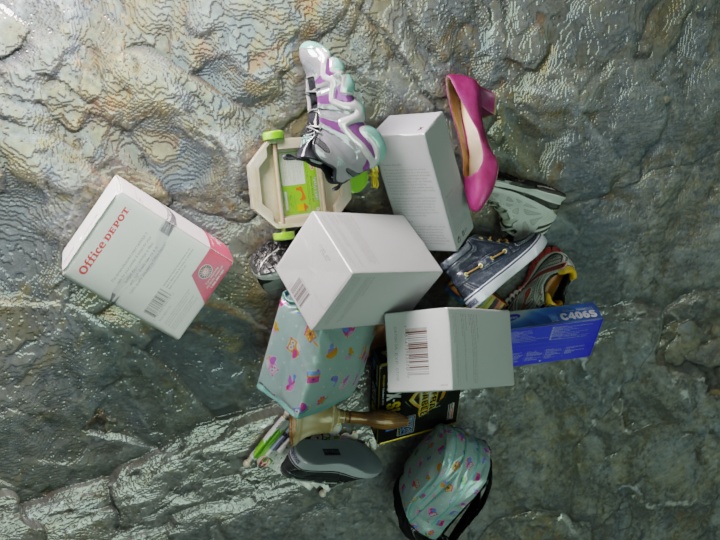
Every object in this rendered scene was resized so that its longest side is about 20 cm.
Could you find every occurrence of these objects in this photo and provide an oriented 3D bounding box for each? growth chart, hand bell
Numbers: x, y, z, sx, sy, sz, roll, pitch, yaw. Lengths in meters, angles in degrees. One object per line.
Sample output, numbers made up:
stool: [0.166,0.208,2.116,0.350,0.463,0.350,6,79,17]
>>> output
growth chart: [-0.091,0.318,1.491,0.198,0.018,0.146,32,98,-30]
hand bell: [-0.015,0.241,1.403,0.195,0.105,0.106,5,112,-10]

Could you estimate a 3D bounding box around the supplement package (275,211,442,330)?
supplement package: [0.000,0.000,1.244,0.197,0.122,0.120,-1,137,-45]

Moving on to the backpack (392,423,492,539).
backpack: [0.144,0.372,1.503,0.125,0.168,0.201,26,118,-24]

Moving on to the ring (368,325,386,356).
ring: [-0.018,0.060,1.402,0.196,0.019,0.205,-8,115,-17]

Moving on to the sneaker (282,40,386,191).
sneaker: [-0.062,-0.208,1.200,0.139,0.077,0.202,-37,102,-17]

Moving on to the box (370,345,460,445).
box: [0.096,0.202,1.464,0.156,0.050,0.203,-11,132,-14]

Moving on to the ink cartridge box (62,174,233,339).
ink cartridge box: [-0.305,-0.019,1.220,0.199,0.083,0.147,34,98,-30]

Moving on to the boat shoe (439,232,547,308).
boat shoe: [0.215,-0.028,1.354,0.199,0.071,0.092,-36,86,-33]

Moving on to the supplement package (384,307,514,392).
supplement package: [0.137,0.121,1.285,0.198,0.115,0.120,7,77,-53]

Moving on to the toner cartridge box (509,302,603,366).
toner cartridge box: [0.309,0.112,1.458,0.195,0.044,0.096,-5,131,-13]

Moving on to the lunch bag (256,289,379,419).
lunch bag: [-0.049,0.118,1.334,0.198,0.121,0.174,-8,121,-51]

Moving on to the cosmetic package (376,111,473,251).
cosmetic package: [0.096,-0.133,1.302,0.071,0.100,0.203,-49,131,-41]

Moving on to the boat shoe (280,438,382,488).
boat shoe: [-0.049,0.339,1.461,0.197,0.074,0.068,11,127,-43]

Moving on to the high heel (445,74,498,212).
high heel: [0.160,-0.195,1.291,0.094,0.067,0.205,13,81,-33]

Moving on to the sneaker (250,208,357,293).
sneaker: [-0.076,-0.031,1.319,0.197,0.074,0.080,-27,144,-11]

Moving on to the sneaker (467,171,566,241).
sneaker: [0.243,-0.095,1.399,0.197,0.076,0.118,11,107,-27]

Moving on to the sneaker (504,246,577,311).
sneaker: [0.307,0.059,1.488,0.077,0.082,0.203,19,107,-28]

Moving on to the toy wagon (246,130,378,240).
toy wagon: [-0.068,-0.131,1.264,0.195,0.039,0.159,-7,95,-19]

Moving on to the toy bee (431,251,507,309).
toy bee: [0.179,0.038,1.416,0.196,0.109,0.133,11,111,-24]
